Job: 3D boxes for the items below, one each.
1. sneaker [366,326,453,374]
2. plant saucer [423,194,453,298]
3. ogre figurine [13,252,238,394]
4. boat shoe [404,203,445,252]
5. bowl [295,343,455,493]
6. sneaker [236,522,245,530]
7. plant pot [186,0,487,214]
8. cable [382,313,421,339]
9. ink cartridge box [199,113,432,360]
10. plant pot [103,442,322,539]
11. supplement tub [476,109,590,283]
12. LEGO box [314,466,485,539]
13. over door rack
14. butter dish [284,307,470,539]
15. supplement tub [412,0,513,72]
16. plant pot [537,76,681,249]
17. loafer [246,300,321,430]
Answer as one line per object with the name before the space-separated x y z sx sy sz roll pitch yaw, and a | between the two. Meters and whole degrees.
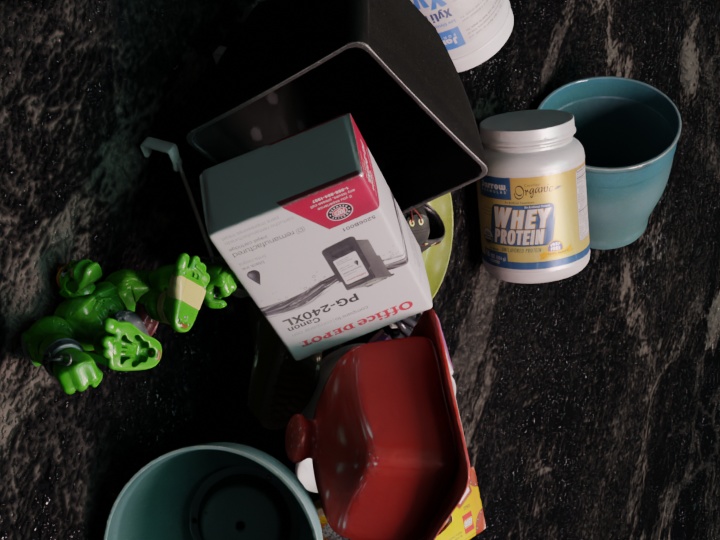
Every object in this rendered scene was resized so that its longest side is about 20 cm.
sneaker | 0.056 0.095 1.514 0.200 0.088 0.081 31 39 -76
plant saucer | 0.048 -0.045 1.514 0.199 0.031 0.202 -12 104 -55
ogre figurine | -0.206 0.042 1.072 0.201 0.119 0.098 -58 134 -35
boat shoe | 0.038 -0.056 1.368 0.074 0.063 0.201 62 15 14
bowl | -0.002 0.143 1.381 0.200 0.091 0.202 -24 147 -17
sneaker | -0.109 0.309 1.305 0.201 0.112 0.073 55 15 -4
plant pot | -0.016 -0.172 1.181 0.199 0.199 0.178 39 41 -39
cable | 0.000 0.000 1.337 0.051 0.200 0.163 -36 137 3
ink cartridge box | -0.035 -0.024 1.141 0.200 0.144 0.084 59 13 -47
plant pot | -0.123 0.250 1.189 0.134 0.199 0.202 -24 118 -81
supplement tub | 0.223 -0.098 1.663 0.144 0.144 0.201 -30 119 -50
LEGO box | 0.023 0.284 1.413 0.199 0.148 0.078 -17 96 -53
over door rack | -0.113 -0.091 1.235 0.148 0.066 0.201 -58 139 -34
butter dish | 0.003 0.158 1.174 0.200 0.147 0.201 114 -25 -45
supplement tub | 0.082 -0.335 1.427 0.200 0.131 0.132 56 51 -43
plant pot | 0.345 -0.140 1.814 0.200 0.199 0.189 -55 152 -36
loafer | -0.080 0.063 1.307 0.076 0.067 0.201 30 69 -51
